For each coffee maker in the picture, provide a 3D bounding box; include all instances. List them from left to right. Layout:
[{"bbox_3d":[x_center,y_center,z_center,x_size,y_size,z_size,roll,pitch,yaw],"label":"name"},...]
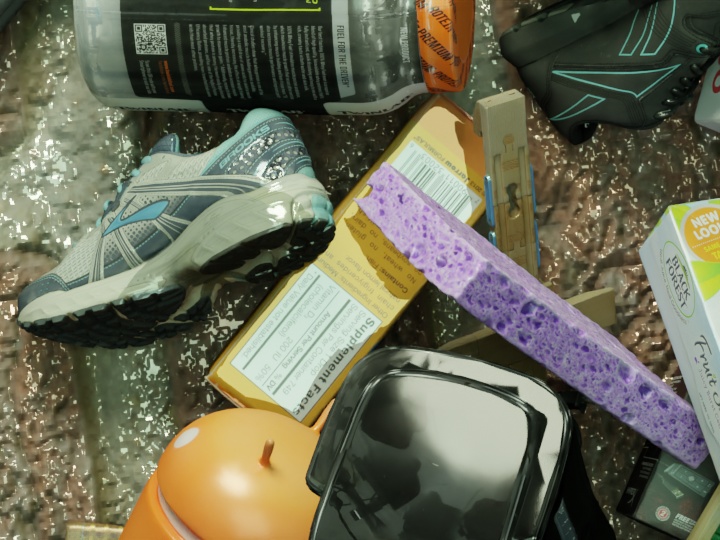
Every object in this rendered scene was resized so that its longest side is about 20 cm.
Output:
[{"bbox_3d":[0.052,0.115,1.120,0.134,0.200,0.193,-8,62,9],"label":"coffee maker"}]

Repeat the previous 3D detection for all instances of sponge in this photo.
[{"bbox_3d":[0.091,0.025,1.153,0.200,0.112,0.030,36,96,-37],"label":"sponge"}]

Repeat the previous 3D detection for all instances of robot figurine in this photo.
[{"bbox_3d":[-0.069,0.155,1.170,0.143,0.117,0.201,15,116,-28],"label":"robot figurine"}]

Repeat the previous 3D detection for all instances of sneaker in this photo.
[{"bbox_3d":[-0.102,-0.021,1.222,0.199,0.077,0.087,-24,66,25],"label":"sneaker"},{"bbox_3d":[0.165,-0.123,1.211,0.075,0.199,0.080,-29,99,-41],"label":"sneaker"}]

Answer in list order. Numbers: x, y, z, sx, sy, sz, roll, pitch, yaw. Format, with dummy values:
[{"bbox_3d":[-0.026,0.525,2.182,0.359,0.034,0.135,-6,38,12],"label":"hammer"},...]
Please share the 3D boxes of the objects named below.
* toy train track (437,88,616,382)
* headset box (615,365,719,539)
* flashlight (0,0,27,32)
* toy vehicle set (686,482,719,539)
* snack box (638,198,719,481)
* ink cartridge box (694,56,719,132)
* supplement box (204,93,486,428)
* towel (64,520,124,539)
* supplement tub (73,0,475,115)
[{"bbox_3d":[0.078,-0.006,1.221,0.114,0.033,0.201,-19,122,-19],"label":"toy train track"},{"bbox_3d":[0.247,0.071,1.237,0.148,0.075,0.201,25,87,1],"label":"headset box"},{"bbox_3d":[-0.223,-0.145,1.248,0.068,0.068,0.200,41,82,-18],"label":"flashlight"},{"bbox_3d":[0.214,0.193,1.197,0.124,0.027,0.201,24,122,1],"label":"toy vehicle set"},{"bbox_3d":[0.238,0.057,1.136,0.141,0.053,0.201,-7,64,-19],"label":"snack box"},{"bbox_3d":[0.294,-0.125,1.174,0.144,0.200,0.146,18,86,-23],"label":"ink cartridge box"},{"bbox_3d":[0.000,0.000,1.241,0.069,0.067,0.200,41,87,-2],"label":"supplement box"},{"bbox_3d":[-0.102,0.243,1.246,0.146,0.022,0.202,6,84,-2],"label":"towel"},{"bbox_3d":[-0.043,-0.144,1.204,0.199,0.122,0.123,2,86,11],"label":"supplement tub"}]
